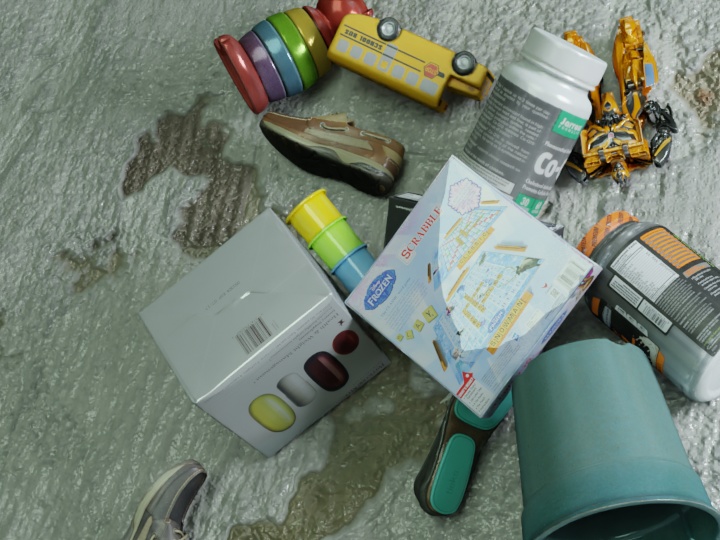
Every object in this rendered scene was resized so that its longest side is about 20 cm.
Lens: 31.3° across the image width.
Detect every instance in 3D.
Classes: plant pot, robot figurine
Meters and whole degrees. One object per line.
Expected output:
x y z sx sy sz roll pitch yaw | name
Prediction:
0.240 0.189 1.282 0.199 0.201 0.197 -17 52 13 | plant pot
0.293 -0.195 1.513 0.144 0.058 0.202 -12 62 19 | robot figurine

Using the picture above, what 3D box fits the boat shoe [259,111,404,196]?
-0.032 -0.160 1.626 0.199 0.076 0.074 25 71 22 | boat shoe

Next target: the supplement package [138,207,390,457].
-0.104 0.076 1.460 0.191 0.200 0.147 -38 58 2 | supplement package

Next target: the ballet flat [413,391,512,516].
0.109 0.169 1.402 0.201 0.068 0.068 -61 21 -6 | ballet flat

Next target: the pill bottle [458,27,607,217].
0.193 -0.165 1.467 0.113 0.113 0.201 36 109 32 | pill bottle

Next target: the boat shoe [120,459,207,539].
-0.230 0.313 1.480 0.073 0.074 0.201 33 89 21 | boat shoe

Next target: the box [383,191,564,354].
0.119 0.009 1.444 0.199 0.050 0.159 15 107 27 | box

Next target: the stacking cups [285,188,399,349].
0.000 0.000 1.449 0.060 0.061 0.200 -41 79 -1 | stacking cups

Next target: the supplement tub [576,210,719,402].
0.321 0.032 1.354 0.123 0.123 0.200 -44 57 -3 | supplement tub

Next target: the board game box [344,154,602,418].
0.117 0.016 1.362 0.199 0.041 0.201 40 98 20 | board game box

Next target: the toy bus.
0.064 -0.258 1.611 0.199 0.065 0.079 27 93 14 | toy bus

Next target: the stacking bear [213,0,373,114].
-0.078 -0.300 1.689 0.199 0.121 0.114 -30 102 -6 | stacking bear
